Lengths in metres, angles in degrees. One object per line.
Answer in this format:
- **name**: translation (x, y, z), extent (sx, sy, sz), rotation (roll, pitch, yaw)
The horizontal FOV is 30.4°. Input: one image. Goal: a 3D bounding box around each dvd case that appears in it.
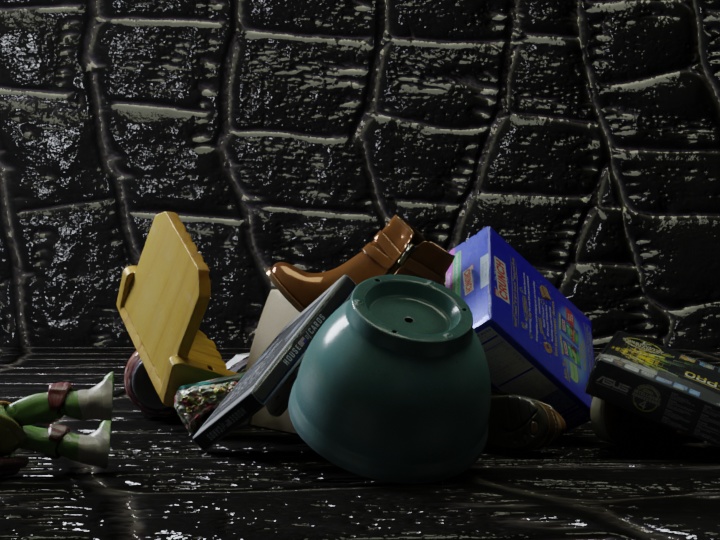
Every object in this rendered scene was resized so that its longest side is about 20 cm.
- **dvd case**: translation (-0.093, 0.101, 1.453), extent (0.150, 0.025, 0.200), rotation (-40, 8, 49)

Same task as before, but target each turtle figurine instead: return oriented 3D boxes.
- **turtle figurine**: translation (-0.339, 0.125, 1.288), extent (0.193, 0.145, 0.200), rotation (4, 3, -11)

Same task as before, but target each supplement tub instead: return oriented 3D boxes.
- **supplement tub**: translation (-0.268, 0.145, 1.820), extent (0.106, 0.108, 0.200), rotation (0, 0, -2)

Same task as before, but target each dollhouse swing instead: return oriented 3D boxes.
- **dollhouse swing**: translation (-0.199, 0.051, 1.682), extent (0.181, 0.176, 0.200), rotation (21, 23, -40)

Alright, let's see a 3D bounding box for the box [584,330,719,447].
- **box**: translation (0.359, 0.135, 1.464), extent (0.199, 0.049, 0.161), rotation (22, 17, 16)

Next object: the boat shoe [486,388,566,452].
- **boat shoe**: translation (0.143, 0.169, 1.497), extent (0.199, 0.076, 0.074), rotation (9, -1, 45)

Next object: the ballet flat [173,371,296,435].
- **ballet flat**: translation (-0.126, 0.150, 1.577), extent (0.199, 0.064, 0.076), rotation (-17, -19, 12)

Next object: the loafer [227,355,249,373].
- **loafer**: translation (-0.155, 0.157, 1.895), extent (0.063, 0.072, 0.200), rotation (-12, 11, 33)

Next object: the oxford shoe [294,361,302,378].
- **oxford shoe**: translation (0.001, 0.080, 1.450), extent (0.075, 0.058, 0.200), rotation (-2, 11, 45)

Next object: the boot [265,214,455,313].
- **boot**: translation (0.000, 0.000, 1.560), extent (0.200, 0.156, 0.077), rotation (32, 8, 18)

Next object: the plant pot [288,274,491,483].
- **plant pot**: translation (0.039, 0.089, 1.275), extent (0.199, 0.135, 0.201), rotation (9, 30, -5)

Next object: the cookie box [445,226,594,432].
- **cookie box**: translation (0.189, 0.073, 1.566), extent (0.075, 0.172, 0.200), rotation (-34, -61, 29)

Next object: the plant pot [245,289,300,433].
- **plant pot**: translation (-0.030, 0.111, 1.715), extent (0.199, 0.178, 0.200), rotation (1, -1, -34)

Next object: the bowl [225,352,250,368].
- **bowl**: translation (-0.113, 0.165, 2.055), extent (0.199, 0.075, 0.200), rotation (0, 1, 24)

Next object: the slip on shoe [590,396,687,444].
- **slip on shoe**: translation (0.345, 0.167, 1.543), extent (0.199, 0.076, 0.060), rotation (11, -14, -42)
